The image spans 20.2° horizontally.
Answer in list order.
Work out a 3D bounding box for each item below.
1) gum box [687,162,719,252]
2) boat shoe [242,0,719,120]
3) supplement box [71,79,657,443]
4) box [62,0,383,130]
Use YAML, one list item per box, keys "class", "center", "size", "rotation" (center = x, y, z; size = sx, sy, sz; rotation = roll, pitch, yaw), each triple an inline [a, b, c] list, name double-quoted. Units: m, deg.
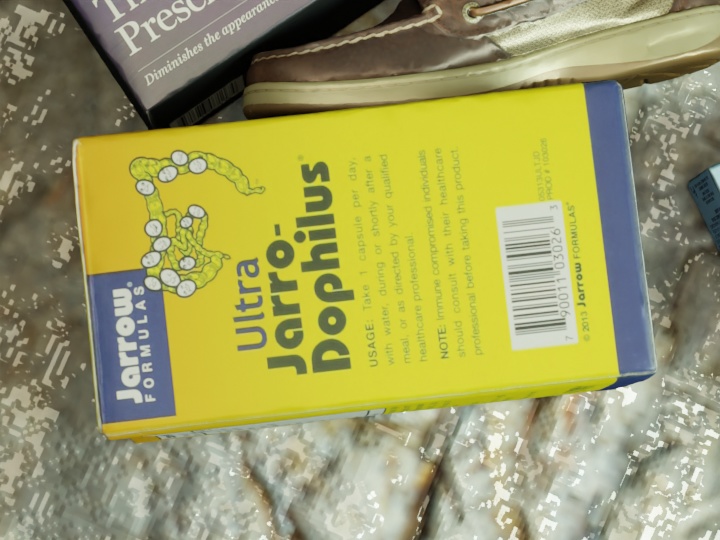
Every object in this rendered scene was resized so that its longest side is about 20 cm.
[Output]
- class: "gum box"
  center: [0.250, 0.018, 0.797]
  size: [0.169, 0.045, 0.201]
  rotation: [-24, 86, -4]
- class: "boat shoe"
  center: [0.047, -0.099, 0.786]
  size: [0.199, 0.072, 0.072]
  rotation: [-11, 88, -10]
- class: "supplement box"
  center: [0.000, 0.000, 0.761]
  size: [0.199, 0.109, 0.110]
  rotation: [-6, 84, -2]
- class: "box"
  center: [-0.037, -0.166, 0.795]
  size: [0.200, 0.079, 0.141]
  rotation: [-34, 83, -4]
